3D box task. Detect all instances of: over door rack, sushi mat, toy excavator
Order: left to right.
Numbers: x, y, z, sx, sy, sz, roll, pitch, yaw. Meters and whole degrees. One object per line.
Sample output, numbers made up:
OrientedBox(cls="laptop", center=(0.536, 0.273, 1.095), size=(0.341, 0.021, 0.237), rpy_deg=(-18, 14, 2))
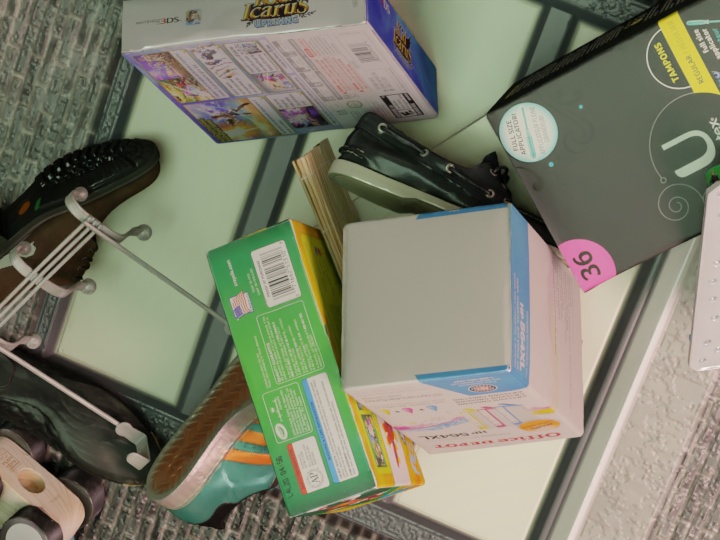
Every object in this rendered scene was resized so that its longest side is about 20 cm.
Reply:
OrientedBox(cls="toy excavator", center=(-0.342, 0.213, 1.809), size=(0.194, 0.100, 0.200), rpy_deg=(39, 119, 3))
OrientedBox(cls="over door rack", center=(-0.197, 0.042, 1.708), size=(0.200, 0.067, 0.148), rpy_deg=(41, 110, -18))
OrientedBox(cls="sushi mat", center=(0.000, 0.000, 1.629), size=(0.012, 0.096, 0.201), rpy_deg=(-20, 99, 15))

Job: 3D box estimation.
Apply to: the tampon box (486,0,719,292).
OrientedBox(cls="tampon box", center=(0.217, -0.105, 1.556), size=(0.199, 0.126, 0.150), rpy_deg=(-28, 97, 19))

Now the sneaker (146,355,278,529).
OrientedBox(cls="sneaker", center=(-0.080, 0.123, 1.732), size=(0.200, 0.071, 0.080), rpy_deg=(-47, 125, 9))

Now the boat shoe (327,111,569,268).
OrientedBox(cls="boat shoe", center=(0.078, -0.062, 1.609), size=(0.198, 0.075, 0.066), rpy_deg=(21, 79, 0))

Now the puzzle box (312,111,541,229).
OrientedBox(cls="puzzle box", center=(0.056, -0.017, 1.675), size=(0.200, 0.025, 0.133), rpy_deg=(-32, 96, 20))

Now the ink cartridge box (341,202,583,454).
OrientedBox(cls="ink cartridge box", center=(0.081, 0.049, 1.567), size=(0.128, 0.200, 0.126), rpy_deg=(-8, 68, 21))

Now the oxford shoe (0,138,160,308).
OrientedBox(cls="oxford shoe", center=(-0.233, -0.037, 1.730), size=(0.199, 0.073, 0.084), rpy_deg=(-31, 121, 16))

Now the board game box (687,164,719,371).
OrientedBox(cls="board game box", center=(0.332, -0.012, 1.524), size=(0.199, 0.026, 0.201), rpy_deg=(-7, 139, -2))

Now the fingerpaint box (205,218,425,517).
OrientedBox(cls="fingerpaint box", center=(-0.031, 0.075, 1.588), size=(0.073, 0.167, 0.201), rpy_deg=(-20, 82, 12))

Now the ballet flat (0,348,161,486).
OrientedBox(cls="ballet flat", center=(-0.247, 0.114, 1.784), size=(0.199, 0.057, 0.067), rpy_deg=(31, 83, -1))

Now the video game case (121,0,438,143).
OrientedBox(cls="video game case", center=(-0.054, -0.153, 1.578), size=(0.180, 0.200, 0.046), rpy_deg=(-6, 73, 15))
